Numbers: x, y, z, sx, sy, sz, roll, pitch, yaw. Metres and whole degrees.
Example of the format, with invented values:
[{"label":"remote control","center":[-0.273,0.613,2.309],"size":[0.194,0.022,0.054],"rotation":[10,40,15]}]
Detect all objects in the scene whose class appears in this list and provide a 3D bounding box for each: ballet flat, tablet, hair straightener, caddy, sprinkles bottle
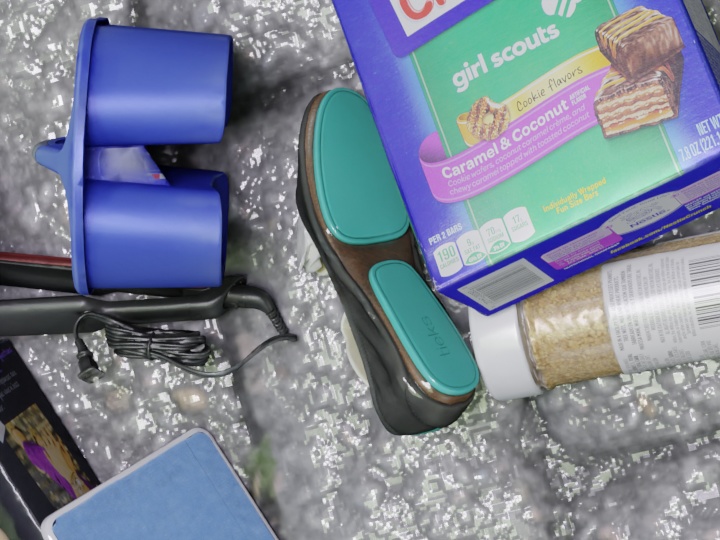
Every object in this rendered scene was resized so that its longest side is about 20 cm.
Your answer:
[{"label":"ballet flat","center":[0.000,0.000,1.217],"size":[0.068,0.068,0.201],"rotation":[-44,56,44]},{"label":"tablet","center":[-0.079,0.196,1.242],"size":[0.201,0.130,0.014],"rotation":[56,138,4]},{"label":"hair straightener","center":[-0.135,0.035,1.272],"size":[0.198,0.041,0.077],"rotation":[7,63,7]},{"label":"caddy","center":[-0.121,-0.062,1.193],"size":[0.104,0.200,0.143],"rotation":[1,96,-2]},{"label":"sprinkles bottle","center":[0.159,0.019,1.185],"size":[0.198,0.068,0.069],"rotation":[-11,92,15]}]

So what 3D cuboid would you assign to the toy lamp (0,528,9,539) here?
[{"label":"toy lamp","center":[-0.209,0.127,1.173],"size":[0.058,0.058,0.200],"rotation":[-35,100,15]}]

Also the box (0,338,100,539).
[{"label":"box","center":[-0.211,0.157,1.275],"size":[0.122,0.106,0.201],"rotation":[-35,85,15]}]

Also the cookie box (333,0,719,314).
[{"label":"cookie box","center":[0.091,-0.106,1.152],"size":[0.170,0.075,0.201],"rotation":[-26,68,16]}]
